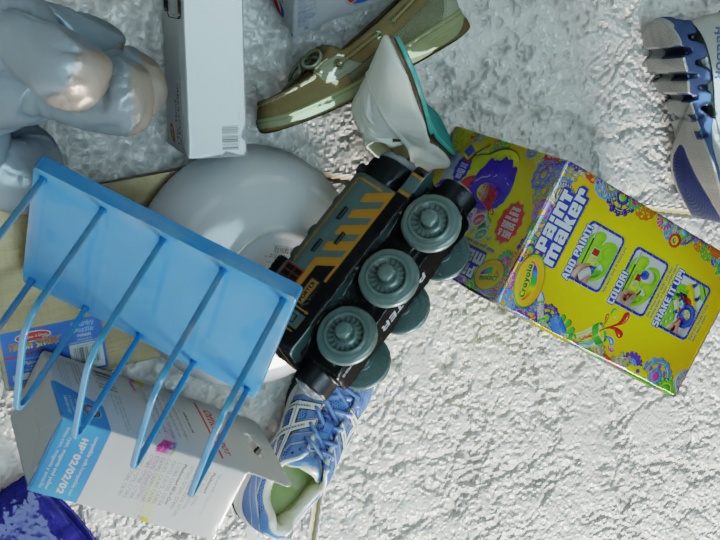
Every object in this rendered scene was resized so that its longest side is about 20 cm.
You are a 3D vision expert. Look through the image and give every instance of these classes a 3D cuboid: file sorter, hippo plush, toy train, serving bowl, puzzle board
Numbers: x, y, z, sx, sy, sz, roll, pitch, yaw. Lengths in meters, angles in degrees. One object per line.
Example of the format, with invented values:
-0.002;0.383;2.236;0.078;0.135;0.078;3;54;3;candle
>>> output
-0.166;0.047;0.870;0.199;0.139;0.123;26;52;0;file sorter
-0.247;-0.109;0.884;0.199;0.159;0.161;22;106;-42;hippo plush
0.000;0.000;0.955;0.201;0.114;0.085;-53;158;-10;toy train
-0.081;0.002;1.013;0.198;0.066;0.202;-7;105;-28;serving bowl
-0.200;0.003;1.010;0.198;0.017;0.152;-12;108;-17;puzzle board

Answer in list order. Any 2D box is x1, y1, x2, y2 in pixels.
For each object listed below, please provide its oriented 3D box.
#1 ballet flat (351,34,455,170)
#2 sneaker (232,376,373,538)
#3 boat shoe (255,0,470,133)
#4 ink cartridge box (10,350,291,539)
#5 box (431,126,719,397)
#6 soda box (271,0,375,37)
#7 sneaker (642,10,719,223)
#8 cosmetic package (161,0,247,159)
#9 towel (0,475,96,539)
0.028;-0.118;0.990;0.069;0.200;0.070;-3;75;13;ballet flat
-0.035;0.141;1.074;0.075;0.077;0.201;28;91;-23;sneaker
-0.005;-0.175;1.013;0.200;0.073;0.063;-31;101;-13;boat shoe
-0.166;0.144;0.996;0.199;0.115;0.068;22;103;-28;ink cartridge box
0.166;-0.012;1.045;0.192;0.200;0.123;26;93;-25;box
0.019;-0.263;0.988;0.199;0.064;0.068;-26;73;-14;soda box
0.339;-0.149;1.144;0.114;0.081;0.201;-22;108;-12;sneaker
-0.121;-0.191;0.956;0.050;0.083;0.202;-5;104;-17;cosmetic package
-0.304;0.272;1.023;0.199;0.050;0.148;-35;106;-9;towel
